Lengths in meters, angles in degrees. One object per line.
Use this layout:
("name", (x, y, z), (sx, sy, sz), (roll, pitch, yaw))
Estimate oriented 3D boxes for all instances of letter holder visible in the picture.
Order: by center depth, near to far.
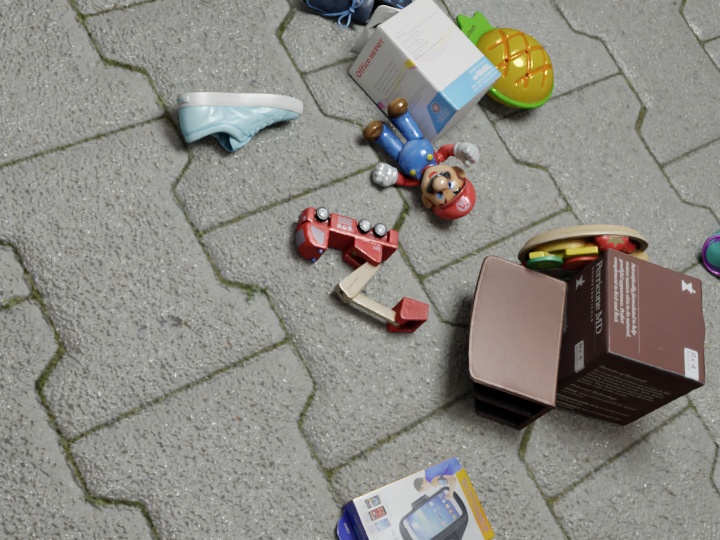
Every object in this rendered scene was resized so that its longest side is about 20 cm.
("letter holder", (0.202, 0.100, 1.552), (0.141, 0.101, 0.202), (20, 59, -13))

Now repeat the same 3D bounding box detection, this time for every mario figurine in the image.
("mario figurine", (0.095, -0.161, 1.620), (0.200, 0.124, 0.106), (48, 46, 6))

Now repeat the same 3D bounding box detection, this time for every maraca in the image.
("maraca", (0.230, -0.342, 1.778), (0.199, 0.107, 0.138), (33, 57, -7))

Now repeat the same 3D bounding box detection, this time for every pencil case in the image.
("pencil case", (0.663, -0.069, 1.858), (0.085, 0.093, 0.200), (33, 50, 23))

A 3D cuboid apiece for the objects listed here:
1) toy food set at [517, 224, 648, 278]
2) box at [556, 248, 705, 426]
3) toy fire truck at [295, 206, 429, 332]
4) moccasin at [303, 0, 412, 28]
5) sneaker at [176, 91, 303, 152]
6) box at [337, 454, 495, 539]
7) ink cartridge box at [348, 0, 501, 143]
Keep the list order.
("toy food set", (0.326, -0.021, 1.612), (0.195, 0.200, 0.049), (-6, 76, 14))
("box", (0.368, 0.101, 1.569), (0.162, 0.200, 0.168), (17, 59, -16))
("toy fire truck", (0.000, 0.000, 1.535), (0.198, 0.049, 0.143), (15, 61, -18))
("moccasin", (0.004, -0.427, 1.727), (0.198, 0.081, 0.069), (-3, 55, -25))
("sneaker", (-0.171, -0.211, 1.559), (0.198, 0.074, 0.083), (-4, 97, -32))
("box", (0.068, 0.329, 1.410), (0.198, 0.041, 0.120), (-16, 74, -33))
("ink cartridge box", (0.089, -0.315, 1.685), (0.200, 0.129, 0.125), (48, 56, 3))
